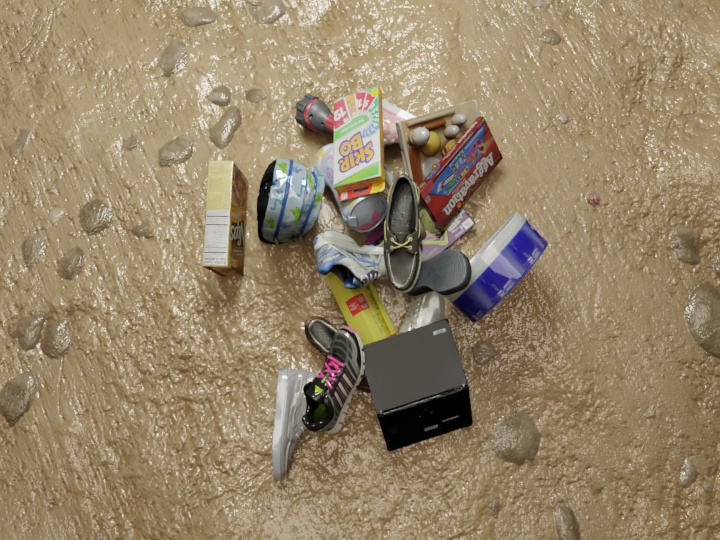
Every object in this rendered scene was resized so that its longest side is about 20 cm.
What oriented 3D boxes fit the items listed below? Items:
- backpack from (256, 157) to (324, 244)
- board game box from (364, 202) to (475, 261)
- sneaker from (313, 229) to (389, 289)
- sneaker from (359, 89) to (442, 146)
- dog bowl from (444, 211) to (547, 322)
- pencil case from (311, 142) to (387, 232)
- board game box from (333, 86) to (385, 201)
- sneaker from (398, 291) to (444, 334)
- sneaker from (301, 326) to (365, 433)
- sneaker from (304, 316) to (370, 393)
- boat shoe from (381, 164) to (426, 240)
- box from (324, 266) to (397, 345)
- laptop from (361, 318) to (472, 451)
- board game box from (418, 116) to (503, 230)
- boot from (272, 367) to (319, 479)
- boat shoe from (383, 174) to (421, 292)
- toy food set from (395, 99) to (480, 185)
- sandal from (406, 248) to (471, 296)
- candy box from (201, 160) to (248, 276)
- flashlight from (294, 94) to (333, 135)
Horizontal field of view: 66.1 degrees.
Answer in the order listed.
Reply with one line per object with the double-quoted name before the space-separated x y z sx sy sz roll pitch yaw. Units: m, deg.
"backpack" -0.137 -0.135 1.045 0.149 0.200 0.168 15 81 4
"board game box" 0.119 -0.076 1.112 0.198 0.032 0.121 -37 84 -4
"sneaker" 0.000 0.000 1.023 0.195 0.077 0.088 15 60 -23
"sneaker" 0.068 -0.276 1.127 0.196 0.075 0.107 26 98 -2
"dog bowl" 0.244 -0.005 1.008 0.079 0.200 0.201 42 85 5
"pencil case" -0.023 -0.162 1.060 0.088 0.085 0.202 -11 45 -24
"board game box" -0.004 -0.229 0.998 0.093 0.030 0.206 -10 70 23
"sneaker" 0.111 0.090 1.046 0.082 0.072 0.207 -2 84 -26
"sneaker" -0.053 0.199 0.977 0.073 0.086 0.205 24 103 35
"sneaker" -0.033 0.164 1.055 0.198 0.076 0.071 38 84 8
"boat shoe" 0.063 -0.123 1.078 0.071 0.076 0.202 -32 52 3
"box" 0.004 0.073 1.065 0.050 0.074 0.204 -33 78 38
"laptop" 0.106 0.218 1.026 0.172 0.203 0.105 -17 42 0
"board game box" 0.192 -0.186 1.065 0.201 0.103 0.019 -49 37 -11
"boot" -0.116 0.290 1.043 0.092 0.074 0.207 4 88 -5
"boat shoe" 0.072 -0.066 0.981 0.069 0.060 0.208 0 85 13
"toy food set" 0.162 -0.234 1.066 0.196 0.060 0.148 -22 106 -26
"sandal" 0.140 0.009 0.963 0.042 0.199 0.078 22 80 -18
"candy box" -0.264 -0.098 1.087 0.053 0.116 0.207 0 81 3
"flashlight" -0.046 -0.290 1.089 0.198 0.067 0.070 31 122 36
